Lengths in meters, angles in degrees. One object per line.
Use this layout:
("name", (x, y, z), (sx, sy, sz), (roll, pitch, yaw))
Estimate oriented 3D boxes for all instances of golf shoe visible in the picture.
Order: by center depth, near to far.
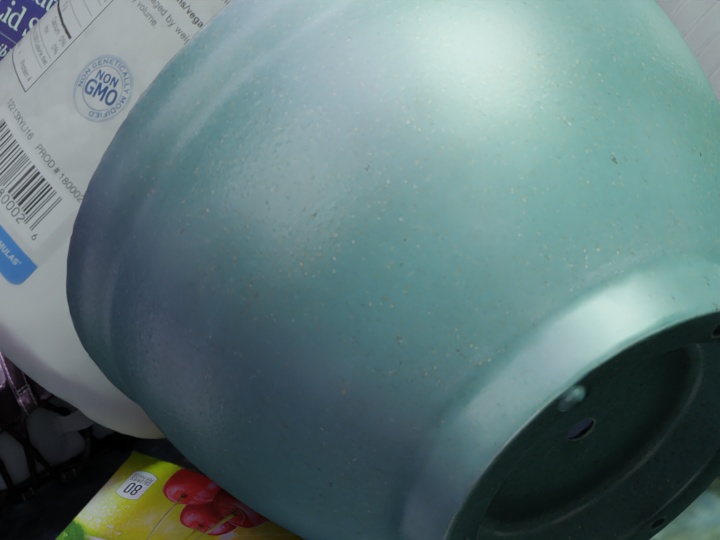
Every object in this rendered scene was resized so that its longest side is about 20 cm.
("golf shoe", (-0.128, 0.050, 0.854), (0.094, 0.078, 0.200), (3, 47, 21))

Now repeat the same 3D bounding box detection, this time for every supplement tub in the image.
("supplement tub", (-0.040, -0.055, 0.775), (0.200, 0.132, 0.132), (-44, 38, 11))

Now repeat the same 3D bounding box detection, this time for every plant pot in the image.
("plant pot", (0.035, 0.011, 0.681), (0.200, 0.200, 0.134), (-30, 58, -13))

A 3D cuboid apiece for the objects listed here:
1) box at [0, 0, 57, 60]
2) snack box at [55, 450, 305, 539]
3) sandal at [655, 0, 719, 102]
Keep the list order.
("box", (-0.134, -0.149, 0.977), (0.104, 0.148, 0.200), (22, 82, 39))
("snack box", (-0.035, 0.154, 0.702), (0.200, 0.068, 0.169), (15, 49, 36))
("sandal", (0.123, -0.102, 0.835), (0.050, 0.083, 0.203), (11, 33, -27))
